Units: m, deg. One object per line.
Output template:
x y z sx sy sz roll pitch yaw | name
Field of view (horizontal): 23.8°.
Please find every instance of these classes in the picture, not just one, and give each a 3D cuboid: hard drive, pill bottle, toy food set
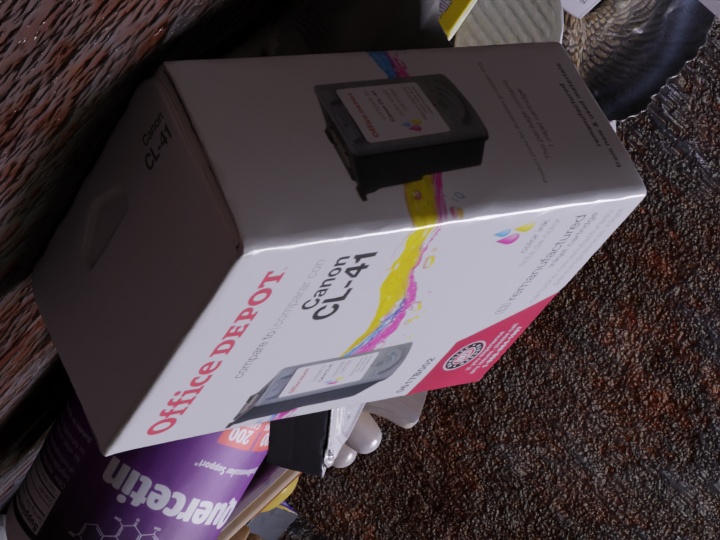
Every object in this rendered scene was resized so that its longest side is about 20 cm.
0.000 0.000 0.932 0.200 0.037 0.141 -58 158 -59 | hard drive
-0.124 0.116 0.954 0.201 0.112 0.112 -60 176 10 | pill bottle
-0.030 0.122 1.044 0.200 0.060 0.144 -44 -172 21 | toy food set

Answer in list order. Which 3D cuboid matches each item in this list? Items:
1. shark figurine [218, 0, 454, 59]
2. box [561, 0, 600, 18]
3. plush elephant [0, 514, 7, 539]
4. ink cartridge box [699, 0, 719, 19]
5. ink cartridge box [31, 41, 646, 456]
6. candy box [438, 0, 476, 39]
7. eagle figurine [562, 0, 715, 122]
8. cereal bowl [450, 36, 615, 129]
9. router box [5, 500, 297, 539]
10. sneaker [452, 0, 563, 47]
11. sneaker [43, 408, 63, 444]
0.031 -0.121 0.701 0.215 0.089 0.128 -47 180 6 | shark figurine
0.182 -0.258 1.001 0.200 0.036 0.145 -40 -151 36 | box
-0.252 0.284 1.096 0.165 0.155 0.200 -49 178 21 | plush elephant
0.195 -0.214 0.830 0.145 0.200 0.084 -48 178 -8 | ink cartridge box
-0.009 -0.011 0.676 0.199 0.086 0.148 -10 152 -37 | ink cartridge box
0.022 -0.121 0.876 0.103 0.026 0.200 -54 -173 -26 | candy box
0.136 -0.161 1.134 0.151 0.152 0.200 -34 -171 40 | eagle figurine
0.082 -0.093 1.236 0.083 0.201 0.200 10 128 -47 | cereal bowl
-0.164 0.190 1.209 0.200 0.157 0.052 -50 150 4 | router box
0.057 -0.047 0.894 0.114 0.072 0.202 107 5 -74 | sneaker
-0.122 0.070 1.044 0.200 0.078 0.089 -49 180 4 | sneaker
